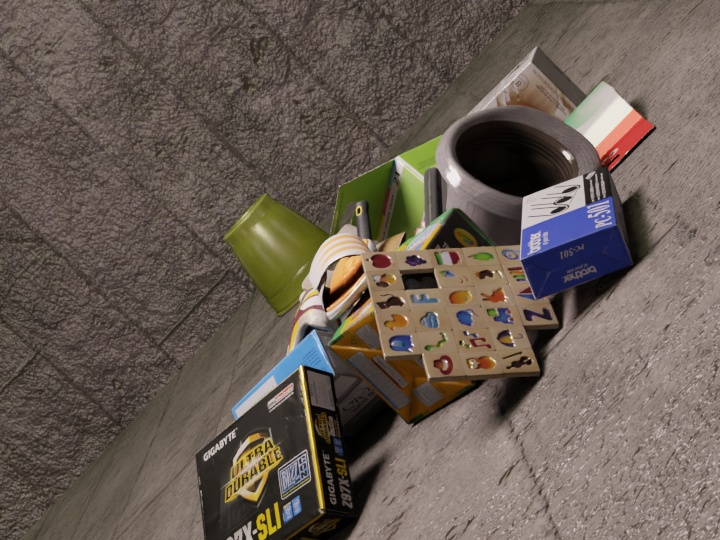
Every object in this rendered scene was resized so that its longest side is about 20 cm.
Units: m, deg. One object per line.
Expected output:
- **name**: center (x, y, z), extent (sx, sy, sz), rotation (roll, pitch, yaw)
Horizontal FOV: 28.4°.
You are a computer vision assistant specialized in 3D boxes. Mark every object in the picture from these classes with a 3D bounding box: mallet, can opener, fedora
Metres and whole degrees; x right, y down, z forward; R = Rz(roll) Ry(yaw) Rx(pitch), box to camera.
- **mallet**: center (0.000, 0.000, 1.633), extent (0.066, 0.041, 0.201), rotation (-36, 39, 19)
- **can opener**: center (0.107, -0.034, 1.608), extent (0.053, 0.067, 0.202), rotation (-28, 43, 31)
- **fedora**: center (0.165, -0.093, 1.569), extent (0.200, 0.176, 0.091), rotation (-41, -25, -47)

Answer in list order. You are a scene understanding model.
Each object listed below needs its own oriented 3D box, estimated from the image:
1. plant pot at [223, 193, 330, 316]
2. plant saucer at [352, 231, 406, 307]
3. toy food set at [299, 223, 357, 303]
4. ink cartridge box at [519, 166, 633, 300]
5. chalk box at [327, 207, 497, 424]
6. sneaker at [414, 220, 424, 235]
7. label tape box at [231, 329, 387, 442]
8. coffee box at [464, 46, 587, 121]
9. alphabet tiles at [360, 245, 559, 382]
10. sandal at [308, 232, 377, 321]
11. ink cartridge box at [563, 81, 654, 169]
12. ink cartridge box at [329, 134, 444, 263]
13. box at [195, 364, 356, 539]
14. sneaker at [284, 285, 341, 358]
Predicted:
- **plant pot**: center (-0.169, -0.046, 2.895), extent (0.200, 0.193, 0.200), rotation (-46, 8, 8)
- **plant saucer**: center (0.013, 0.047, 1.716), extent (0.200, 0.035, 0.202), rotation (15, -90, -86)
- **toy food set**: center (-0.032, 0.064, 1.798), extent (0.144, 0.060, 0.202), rotation (-56, -29, -49)
- **ink cartridge box**: center (0.202, -0.039, 1.346), extent (0.093, 0.045, 0.200), rotation (-20, 16, 14)
- **chalk box**: center (0.083, 0.032, 1.454), extent (0.124, 0.125, 0.200), rotation (-37, 11, 48)
- **sneaker**: center (0.133, -0.055, 1.811), extent (0.080, 0.075, 0.201), rotation (15, -67, -51)
- **label tape box**: center (-0.024, 0.144, 1.589), extent (0.144, 0.064, 0.199), rotation (-44, -32, 24)
- **coffee box**: center (0.202, -0.185, 1.911), extent (0.200, 0.114, 0.080), rotation (-44, 8, 26)
- **alphabet tiles**: center (0.094, 0.036, 1.302), extent (0.201, 0.165, 0.008), rotation (-103, 12, -55)
- **sandal**: center (-0.024, -0.006, 1.524), extent (0.079, 0.059, 0.207), rotation (-46, 10, 8)
- **ink cartridge box**: center (0.254, -0.138, 1.655), extent (0.161, 0.050, 0.200), rotation (-46, 6, 10)
- **ink cartridge box**: center (0.055, -0.071, 1.845), extent (0.199, 0.076, 0.149), rotation (-29, -34, -36)
- **box**: center (-0.090, 0.215, 1.438), extent (0.200, 0.049, 0.161), rotation (-40, 49, 38)
- **sneaker**: center (-0.061, 0.120, 1.657), extent (0.090, 0.074, 0.202), rotation (-74, -9, -61)
